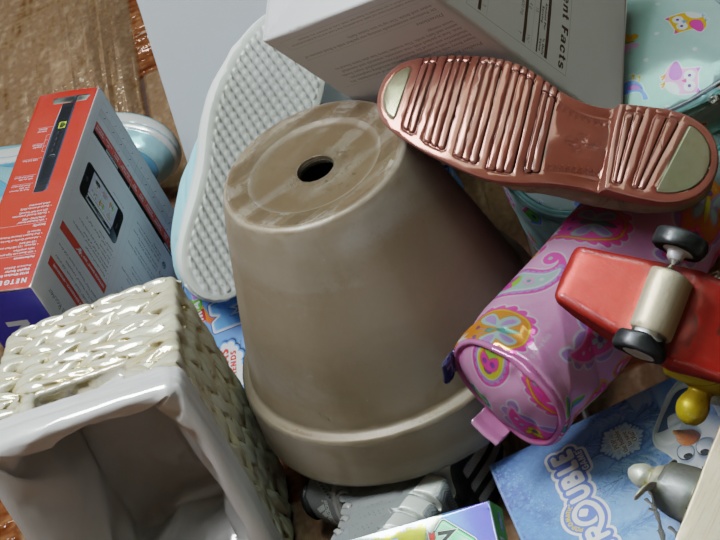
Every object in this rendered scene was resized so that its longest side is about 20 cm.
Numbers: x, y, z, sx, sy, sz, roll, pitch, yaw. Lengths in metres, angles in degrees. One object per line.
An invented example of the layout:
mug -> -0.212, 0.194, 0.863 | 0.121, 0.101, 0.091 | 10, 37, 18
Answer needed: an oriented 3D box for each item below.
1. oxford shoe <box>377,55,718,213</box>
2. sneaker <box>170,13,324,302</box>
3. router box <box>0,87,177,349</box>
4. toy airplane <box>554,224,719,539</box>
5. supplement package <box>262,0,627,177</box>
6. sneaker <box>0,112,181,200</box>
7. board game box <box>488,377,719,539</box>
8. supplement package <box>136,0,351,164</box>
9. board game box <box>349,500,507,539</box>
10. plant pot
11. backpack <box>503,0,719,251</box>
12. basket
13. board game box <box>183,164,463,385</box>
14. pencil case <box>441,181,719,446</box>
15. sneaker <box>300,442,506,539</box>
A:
oxford shoe -> 0.106, -0.069, 1.411 | 0.199, 0.074, 0.071 | 18, 78, 12
sneaker -> -0.085, -0.080, 1.637 | 0.201, 0.074, 0.082 | -69, 19, -3
router box -> -0.173, 0.011, 1.635 | 0.049, 0.200, 0.180 | -7, 45, 22
toy airplane -> 0.226, 0.052, 1.366 | 0.199, 0.200, 0.141 | -22, -5, -9
supplement package -> 0.055, -0.160, 1.471 | 0.121, 0.200, 0.120 | -16, 57, 38
sneaker -> -0.227, -0.038, 1.813 | 0.199, 0.080, 0.131 | -16, 39, 29
board game box -> 0.195, 0.146, 1.409 | 0.198, 0.043, 0.200 | -27, 41, 3
supplement package -> -0.026, -0.182, 1.736 | 0.190, 0.148, 0.200 | -11, 15, 21
board game box -> 0.033, 0.241, 1.349 | 0.134, 0.029, 0.201 | -18, 69, 14
plant pot -> 0.000, 0.000, 1.483 | 0.199, 0.174, 0.200 | -16, 38, 13
backpack -> 0.180, -0.093, 1.586 | 0.200, 0.153, 0.176 | -36, 45, 3
basket -> -0.131, 0.122, 1.508 | 0.135, 0.201, 0.124 | -19, 35, 10
board game box -> -0.023, 0.023, 1.640 | 0.199, 0.037, 0.152 | -13, 58, 16
pencil case -> 0.137, 0.015, 1.438 | 0.087, 0.088, 0.200 | 17, 52, 40
sneaker -> -0.002, 0.166, 1.489 | 0.115, 0.075, 0.200 | 4, 40, 39
